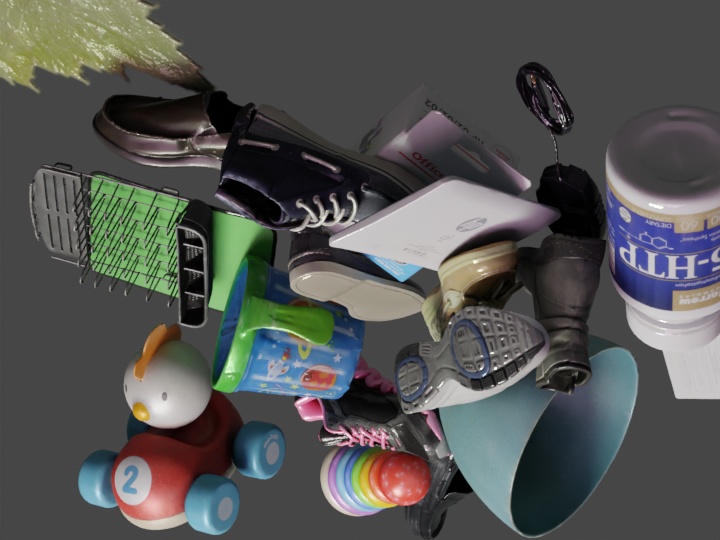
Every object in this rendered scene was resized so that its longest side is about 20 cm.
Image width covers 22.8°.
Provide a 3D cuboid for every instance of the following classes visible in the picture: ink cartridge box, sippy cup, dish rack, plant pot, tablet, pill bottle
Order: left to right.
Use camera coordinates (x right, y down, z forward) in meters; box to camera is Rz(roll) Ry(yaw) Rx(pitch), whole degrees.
[{"bbox_3d":[-0.238,-0.030,1.771,0.199,0.055,0.154,15,140,8],"label":"dish rack"},{"bbox_3d":[-0.068,0.066,1.757,0.129,0.178,0.140,15,113,-11],"label":"sippy cup"},{"bbox_3d":[0.058,-0.084,1.578,0.115,0.068,0.200,36,139,-16],"label":"ink cartridge box"},{"bbox_3d":[0.075,-0.036,1.518,0.130,0.014,0.200,-27,160,27],"label":"tablet"},{"bbox_3d":[0.155,0.134,1.713,0.134,0.200,0.201,30,148,32],"label":"plant pot"},{"bbox_3d":[0.268,-0.029,1.510,0.119,0.120,0.201,7,139,16],"label":"pill bottle"},{"bbox_3d":[0.376,0.063,1.615,0.199,0.060,0.104,-1,137,24],"label":"ink cartridge box"}]

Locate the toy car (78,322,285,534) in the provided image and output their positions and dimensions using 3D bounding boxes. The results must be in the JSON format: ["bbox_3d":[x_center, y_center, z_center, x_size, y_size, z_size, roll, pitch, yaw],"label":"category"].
[{"bbox_3d":[-0.209,0.152,1.901,0.183,0.177,0.201,7,128,33],"label":"toy car"}]

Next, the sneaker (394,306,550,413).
[{"bbox_3d":[0.108,0.076,1.567,0.087,0.075,0.200,0,167,-30],"label":"sneaker"}]

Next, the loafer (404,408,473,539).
[{"bbox_3d":[0.090,0.226,1.917,0.070,0.068,0.201,21,138,14],"label":"loafer"}]

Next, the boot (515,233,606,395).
[{"bbox_3d":[0.167,0.045,1.578,0.067,0.132,0.200,7,173,-3],"label":"boot"}]

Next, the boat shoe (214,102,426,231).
[{"bbox_3d":[-0.031,-0.059,1.523,0.199,0.093,0.075,25,140,-1],"label":"boat shoe"}]

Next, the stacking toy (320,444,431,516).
[{"bbox_3d":[0.025,0.217,1.864,0.085,0.086,0.200,32,166,-13],"label":"stacking toy"}]

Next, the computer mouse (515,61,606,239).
[{"bbox_3d":[0.176,-0.099,1.546,0.058,0.034,0.201,17,140,37],"label":"computer mouse"}]

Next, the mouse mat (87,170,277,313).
[{"bbox_3d":[-0.182,-0.022,1.803,0.199,0.008,0.161,16,141,4],"label":"mouse mat"}]

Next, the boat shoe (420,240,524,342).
[{"bbox_3d":[0.105,0.028,1.609,0.073,0.063,0.200,-13,163,-12],"label":"boat shoe"}]

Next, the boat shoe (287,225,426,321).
[{"bbox_3d":[0.000,0.000,1.682,0.072,0.063,0.200,-23,156,28],"label":"boat shoe"}]

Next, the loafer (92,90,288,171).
[{"bbox_3d":[-0.145,-0.136,1.617,0.198,0.073,0.072,9,130,6],"label":"loafer"}]

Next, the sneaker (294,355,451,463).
[{"bbox_3d":[0.008,0.152,1.790,0.200,0.095,0.079,29,152,45],"label":"sneaker"}]
